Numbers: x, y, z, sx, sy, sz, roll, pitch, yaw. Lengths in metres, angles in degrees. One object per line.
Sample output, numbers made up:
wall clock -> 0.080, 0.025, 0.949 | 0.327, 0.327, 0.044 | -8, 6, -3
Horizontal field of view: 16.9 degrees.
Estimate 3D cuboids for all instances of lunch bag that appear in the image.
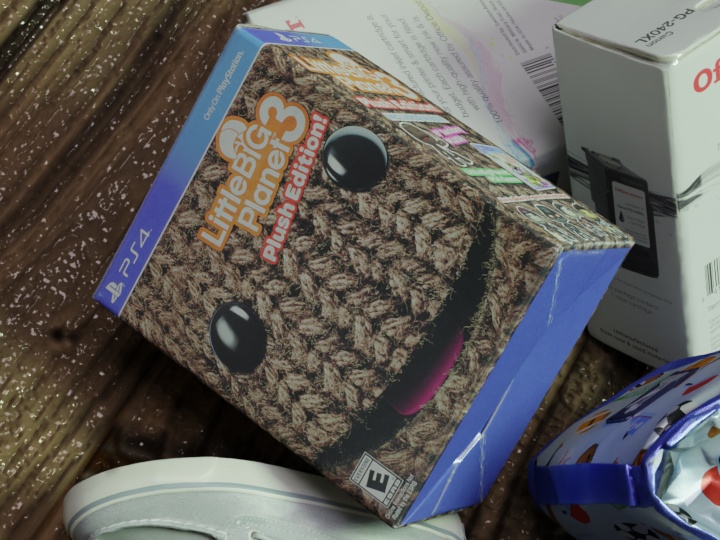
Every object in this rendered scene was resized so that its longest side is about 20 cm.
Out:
lunch bag -> 0.199, 0.097, 1.187 | 0.200, 0.170, 0.124 | 0, 84, -15

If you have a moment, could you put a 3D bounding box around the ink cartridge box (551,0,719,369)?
ink cartridge box -> 0.186, -0.066, 1.275 | 0.145, 0.200, 0.083 | -33, 40, -30

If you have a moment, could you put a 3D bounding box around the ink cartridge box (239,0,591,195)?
ink cartridge box -> 0.044, -0.092, 1.326 | 0.200, 0.088, 0.145 | -21, 66, -27

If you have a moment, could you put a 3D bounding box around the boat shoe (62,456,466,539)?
boat shoe -> -0.043, 0.140, 1.166 | 0.201, 0.070, 0.072 | 8, 51, -15

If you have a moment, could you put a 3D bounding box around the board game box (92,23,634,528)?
board game box -> 0.000, 0.000, 1.177 | 0.200, 0.159, 0.097 | 35, 17, 22
